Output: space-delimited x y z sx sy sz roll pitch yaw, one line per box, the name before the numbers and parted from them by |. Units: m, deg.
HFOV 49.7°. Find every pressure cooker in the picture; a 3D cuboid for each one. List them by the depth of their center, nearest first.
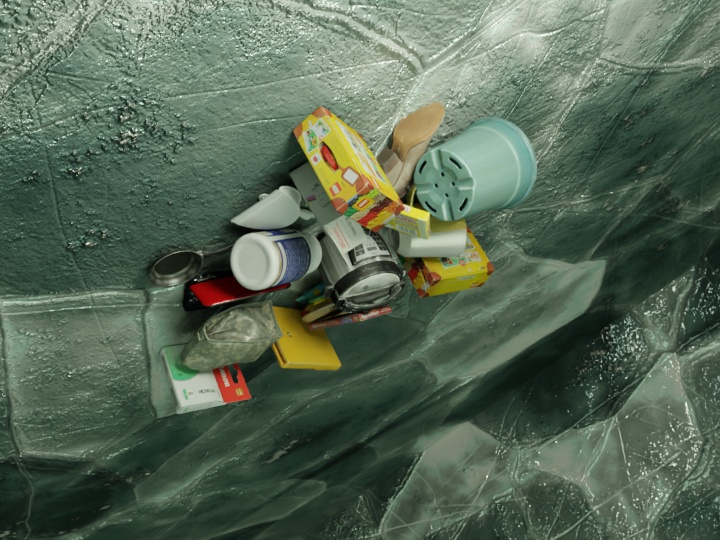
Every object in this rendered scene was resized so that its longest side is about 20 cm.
pressure cooker | 0.000 0.001 1.775 0.176 0.200 0.179 -33 152 16

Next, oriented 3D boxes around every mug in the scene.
mug | 0.146 -0.114 1.821 0.153 0.187 0.149 -9 -179 -16

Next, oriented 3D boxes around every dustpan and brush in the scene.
dustpan and brush | -0.156 -0.123 1.598 0.139 0.057 0.200 -29 148 27

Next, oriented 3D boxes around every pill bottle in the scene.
pill bottle | -0.171 -0.028 1.627 0.116 0.116 0.200 -43 166 26

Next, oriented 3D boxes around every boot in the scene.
boot | 0.108 -0.238 1.597 0.200 0.070 0.146 -41 153 -1

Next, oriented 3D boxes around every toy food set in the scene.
toy food set | -0.057 0.082 1.957 0.200 0.049 0.198 -17 172 -22

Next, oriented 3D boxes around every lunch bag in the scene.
lunch bag | -0.314 0.155 1.822 0.200 0.118 0.164 -8 157 -38

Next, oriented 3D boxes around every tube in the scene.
tube | -0.064 0.033 1.943 0.200 0.050 0.077 -29 155 14

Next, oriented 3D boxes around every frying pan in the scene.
frying pan | -0.350 -0.028 1.591 0.190 0.031 0.115 -36 152 8

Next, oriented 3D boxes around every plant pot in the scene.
plant pot | 0.225 -0.196 1.591 0.196 0.200 0.200 -26 158 -44

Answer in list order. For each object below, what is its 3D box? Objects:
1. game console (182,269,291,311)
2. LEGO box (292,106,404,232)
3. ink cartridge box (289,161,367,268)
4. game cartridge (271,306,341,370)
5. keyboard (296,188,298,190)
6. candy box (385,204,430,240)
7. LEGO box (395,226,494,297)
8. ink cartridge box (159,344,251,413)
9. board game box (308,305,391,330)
game console | -0.275 0.059 1.713 0.200 0.119 0.172 -13 148 -26
LEGO box | -0.021 -0.186 1.442 0.077 0.200 0.149 -38 150 17
ink cartridge box | -0.054 -0.111 1.521 0.067 0.200 0.117 -32 148 -1
game cartridge | -0.154 0.171 1.947 0.032 0.176 0.200 -43 149 24
keyboard | -0.045 -0.181 1.632 0.200 0.011 0.056 -3 143 -39
candy box | 0.050 -0.122 1.629 0.102 0.200 0.026 76 36 -67
LEGO box | 0.213 -0.025 1.961 0.200 0.149 0.077 -9 147 -32
ink cartridge box | -0.375 0.254 1.904 0.200 0.161 0.050 -7 149 -35
board game box | -0.029 0.115 1.888 0.103 0.019 0.200 -15 -179 -42
